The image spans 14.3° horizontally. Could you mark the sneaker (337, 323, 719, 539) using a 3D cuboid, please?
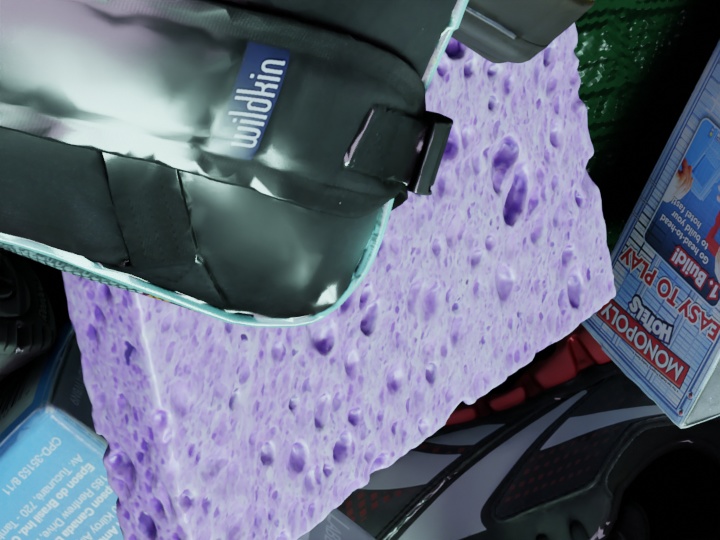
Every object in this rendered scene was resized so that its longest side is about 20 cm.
[{"bbox_3d":[0.051,0.085,0.961,0.200,0.098,0.071,-29,138,3],"label":"sneaker"}]

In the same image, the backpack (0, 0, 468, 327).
[{"bbox_3d":[-0.077,-0.096,0.658,0.200,0.153,0.176,8,118,-37],"label":"backpack"}]

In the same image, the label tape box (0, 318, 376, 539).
[{"bbox_3d":[-0.060,0.129,0.886,0.200,0.066,0.143,39,114,-17],"label":"label tape box"}]

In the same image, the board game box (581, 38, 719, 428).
[{"bbox_3d":[0.172,-0.035,0.922,0.200,0.062,0.200,19,113,-46],"label":"board game box"}]

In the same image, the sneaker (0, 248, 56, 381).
[{"bbox_3d":[-0.186,0.020,0.806,0.200,0.076,0.091,15,126,-34],"label":"sneaker"}]

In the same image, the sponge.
[{"bbox_3d":[0.000,0.000,0.815,0.200,0.030,0.112,-35,125,-42],"label":"sponge"}]

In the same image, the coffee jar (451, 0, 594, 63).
[{"bbox_3d":[0.063,-0.151,0.761,0.104,0.085,0.200,25,114,-41],"label":"coffee jar"}]
